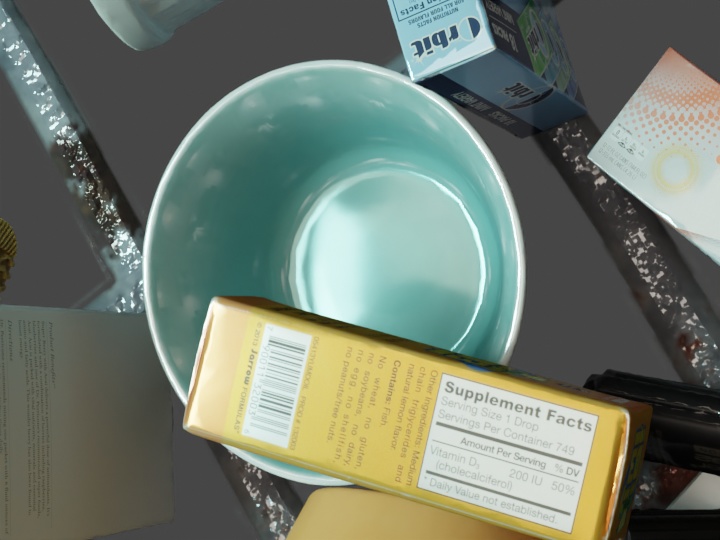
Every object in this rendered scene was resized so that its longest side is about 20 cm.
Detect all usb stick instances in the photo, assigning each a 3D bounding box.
[{"bbox_3d":[0.200,0.083,0.709,0.198,0.056,0.033,9,59,27],"label":"usb stick"}]

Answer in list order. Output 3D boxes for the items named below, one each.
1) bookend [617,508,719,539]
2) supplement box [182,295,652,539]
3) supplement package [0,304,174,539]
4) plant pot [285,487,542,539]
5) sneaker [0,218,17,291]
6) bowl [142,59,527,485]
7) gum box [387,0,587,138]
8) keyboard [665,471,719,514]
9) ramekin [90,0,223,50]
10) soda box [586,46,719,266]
[{"bbox_3d":[0.201,0.198,0.627,0.199,0.091,0.202,-12,75,50],"label":"bookend"},{"bbox_3d":[0.025,0.065,0.675,0.198,0.066,0.070,16,93,18],"label":"supplement box"},{"bbox_3d":[-0.195,0.083,0.800,0.118,0.200,0.123,-4,85,21],"label":"supplement package"},{"bbox_3d":[0.026,0.188,0.718,0.197,0.200,0.142,7,74,22],"label":"plant pot"},{"bbox_3d":[-0.286,0.037,0.916,0.090,0.075,0.201,34,93,29],"label":"sneaker"},{"bbox_3d":[0.000,0.000,0.773,0.198,0.105,0.204,0,91,20],"label":"bowl"},{"bbox_3d":[0.044,-0.176,0.735,0.044,0.170,0.203,-19,79,19],"label":"gum box"},{"bbox_3d":[0.210,0.091,0.738,0.056,0.011,0.201,45,103,24],"label":"keyboard"},{"bbox_3d":[-0.112,-0.225,0.794,0.093,0.202,0.205,-20,79,7],"label":"ramekin"},{"bbox_3d":[0.204,-0.017,0.710,0.200,0.063,0.069,42,101,23],"label":"soda box"}]
